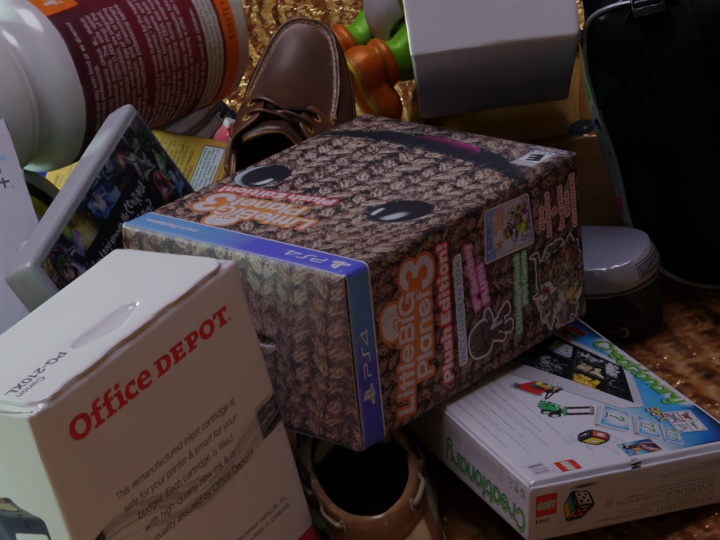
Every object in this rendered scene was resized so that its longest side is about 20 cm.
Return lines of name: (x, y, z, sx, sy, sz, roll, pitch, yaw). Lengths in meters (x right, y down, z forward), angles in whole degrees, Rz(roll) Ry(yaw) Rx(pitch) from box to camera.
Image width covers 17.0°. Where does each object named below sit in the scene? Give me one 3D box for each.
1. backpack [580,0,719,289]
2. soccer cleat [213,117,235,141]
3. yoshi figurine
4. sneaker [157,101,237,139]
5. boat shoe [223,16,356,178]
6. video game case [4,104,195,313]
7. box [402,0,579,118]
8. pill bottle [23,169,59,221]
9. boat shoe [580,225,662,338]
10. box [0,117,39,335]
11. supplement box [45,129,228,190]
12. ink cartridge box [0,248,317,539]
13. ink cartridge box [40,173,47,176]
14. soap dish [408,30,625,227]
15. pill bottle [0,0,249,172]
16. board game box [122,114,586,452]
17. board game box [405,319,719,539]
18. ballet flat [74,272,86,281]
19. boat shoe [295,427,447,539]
backpack: (0.222, -0.096, 1.391, 0.176, 0.201, 0.151, -11, 22, 14)
soccer cleat: (-0.043, -0.029, 1.581, 0.066, 0.077, 0.200, -1, 30, -39)
yoshi figurine: (0.068, -0.165, 1.581, 0.200, 0.113, 0.112, -39, -9, -13)
sneaker: (-0.120, -0.112, 1.673, 0.199, 0.081, 0.074, 14, 19, -37)
boat shoe: (-0.044, -0.071, 1.422, 0.071, 0.068, 0.201, 9, 60, 4)
video game case: (-0.114, 0.022, 1.377, 0.023, 0.182, 0.200, -26, 21, 25)
box: (0.072, -0.171, 1.417, 0.097, 0.125, 0.200, -7, -7, 2)
pill bottle: (-0.243, 0.035, 1.469, 0.112, 0.113, 0.201, -8, 43, 16)
boat shoe: (0.087, 0.008, 1.423, 0.199, 0.057, 0.069, 4, 34, 35)
box: (-0.256, 0.033, 1.331, 0.175, 0.201, 0.097, -13, -21, -24)
supplement box: (-0.112, -0.050, 1.542, 0.199, 0.066, 0.069, 10, 77, 39)
ink cartridge box: (-0.108, 0.110, 1.172, 0.084, 0.201, 0.145, 7, 34, 39)
ink cartridge box: (-0.213, -0.020, 1.668, 0.196, 0.047, 0.200, -20, 31, -9)
soap dish: (0.099, -0.078, 1.559, 0.156, 0.082, 0.200, -11, 27, 11)
pill bottle: (-0.176, -0.129, 1.492, 0.199, 0.115, 0.114, -27, 27, -38)
board game box: (0.000, 0.000, 1.295, 0.159, 0.098, 0.200, 13, 28, 38)
board game box: (0.100, 0.077, 1.272, 0.125, 0.035, 0.200, -8, 22, -21)
ballet flat: (-0.159, 0.092, 1.233, 0.067, 0.201, 0.064, 27, 18, -8)
boat shoe: (0.004, 0.106, 1.258, 0.075, 0.074, 0.200, -19, 26, -6)
